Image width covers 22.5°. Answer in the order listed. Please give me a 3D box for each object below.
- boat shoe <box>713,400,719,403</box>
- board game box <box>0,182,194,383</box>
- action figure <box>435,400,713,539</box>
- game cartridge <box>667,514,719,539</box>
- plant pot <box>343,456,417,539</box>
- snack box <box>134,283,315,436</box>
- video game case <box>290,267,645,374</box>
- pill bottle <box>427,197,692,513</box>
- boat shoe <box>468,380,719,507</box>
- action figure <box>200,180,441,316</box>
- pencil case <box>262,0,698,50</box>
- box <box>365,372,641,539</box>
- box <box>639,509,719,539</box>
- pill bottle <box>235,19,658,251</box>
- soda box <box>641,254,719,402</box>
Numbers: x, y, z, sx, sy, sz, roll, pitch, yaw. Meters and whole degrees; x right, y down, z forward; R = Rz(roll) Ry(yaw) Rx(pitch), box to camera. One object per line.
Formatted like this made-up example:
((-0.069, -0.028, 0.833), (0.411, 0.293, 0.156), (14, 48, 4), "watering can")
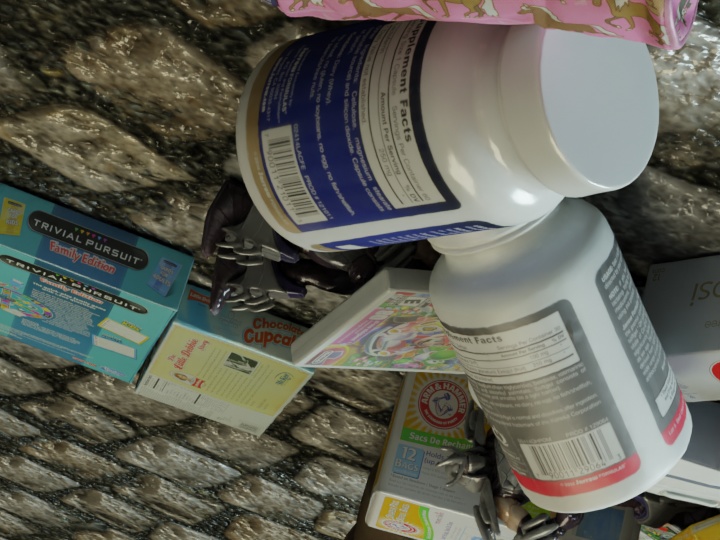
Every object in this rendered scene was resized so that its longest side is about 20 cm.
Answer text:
((0.266, 0.102, 1.208), (0.199, 0.071, 0.070), (3, 152, 29), "boat shoe")
((-0.220, 0.014, 1.374), (0.150, 0.047, 0.200), (21, 156, -10), "board game box")
((0.151, 0.138, 1.290), (0.198, 0.131, 0.069), (2, 156, -9), "action figure")
((0.291, 0.176, 1.266), (0.198, 0.033, 0.176), (-17, 164, -15), "game cartridge")
((0.068, 0.235, 1.529), (0.199, 0.201, 0.175), (10, 140, 15), "plant pot")
((-0.109, 0.075, 1.449), (0.115, 0.037, 0.200), (20, 157, -9), "snack box")
((0.073, 0.037, 1.157), (0.198, 0.018, 0.143), (4, 157, -26), "video game case")
((0.105, 0.028, 1.031), (0.110, 0.111, 0.201), (-5, 120, 42), "pill bottle")
((0.160, 0.107, 1.156), (0.199, 0.074, 0.066), (21, 141, 6), "boat shoe")
((0.000, 0.000, 1.168), (0.198, 0.070, 0.130), (8, 151, 12), "action figure")
((0.054, -0.144, 0.789), (0.198, 0.087, 0.083), (8, 125, 19), "pencil case")
((0.113, 0.157, 1.382), (0.198, 0.113, 0.102), (14, 158, 1), "box")
((0.281, 0.236, 1.546), (0.199, 0.035, 0.110), (33, 153, -33), "box")
((0.041, -0.075, 0.906), (0.199, 0.117, 0.116), (-6, 148, 43), "pill bottle")
((0.255, 0.028, 1.051), (0.064, 0.069, 0.199), (34, 152, -34), "soda box")
